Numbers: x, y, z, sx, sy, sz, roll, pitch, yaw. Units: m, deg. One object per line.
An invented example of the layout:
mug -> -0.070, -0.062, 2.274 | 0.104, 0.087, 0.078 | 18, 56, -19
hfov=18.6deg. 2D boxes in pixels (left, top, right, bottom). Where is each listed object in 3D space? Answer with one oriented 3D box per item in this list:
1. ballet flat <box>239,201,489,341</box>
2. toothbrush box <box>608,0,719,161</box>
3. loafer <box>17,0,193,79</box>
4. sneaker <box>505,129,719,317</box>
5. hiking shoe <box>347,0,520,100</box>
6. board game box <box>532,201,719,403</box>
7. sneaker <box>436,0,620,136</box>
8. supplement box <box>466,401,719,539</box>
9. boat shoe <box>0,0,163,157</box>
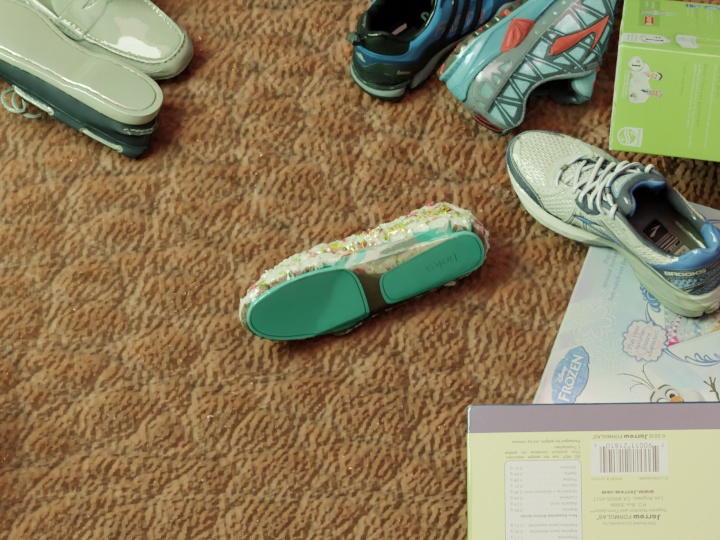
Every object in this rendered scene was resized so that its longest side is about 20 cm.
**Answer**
ballet flat -> 0.000, 0.000, 1.654 | 0.199, 0.076, 0.064 | -17, 34, -9
toothbrush box -> 0.290, -0.139, 1.641 | 0.199, 0.086, 0.146 | 5, 22, 6
loafer -> -0.224, -0.214, 1.757 | 0.200, 0.070, 0.070 | 25, 69, 15
sneaker -> 0.192, -0.053, 1.602 | 0.200, 0.085, 0.077 | 34, 72, 21
hiking shoe -> 0.072, -0.219, 1.731 | 0.074, 0.087, 0.200 | 37, 72, 18
board game box -> 0.250, 0.052, 1.617 | 0.198, 0.043, 0.200 | 18, 68, 12
sneaker -> 0.158, -0.176, 1.726 | 0.200, 0.079, 0.096 | -36, 90, -13
supplement box -> 0.173, 0.199, 1.479 | 0.199, 0.134, 0.200 | -1, 76, 7
boat shoe -> -0.247, -0.156, 1.730 | 0.200, 0.062, 0.075 | 26, 43, 5
